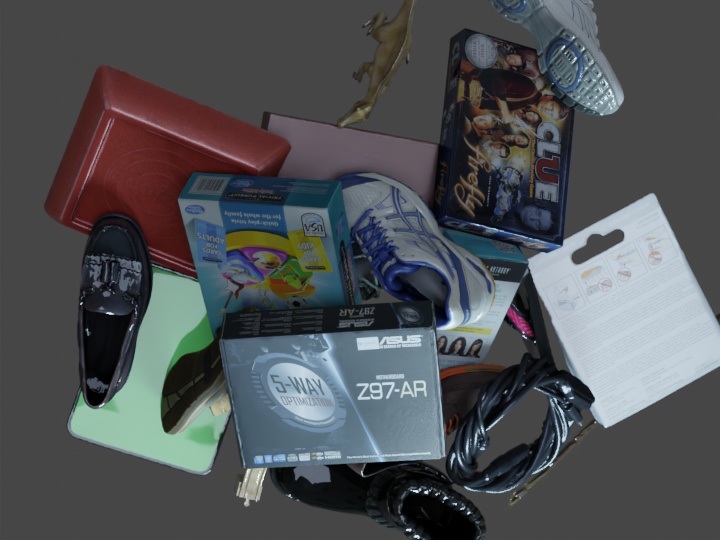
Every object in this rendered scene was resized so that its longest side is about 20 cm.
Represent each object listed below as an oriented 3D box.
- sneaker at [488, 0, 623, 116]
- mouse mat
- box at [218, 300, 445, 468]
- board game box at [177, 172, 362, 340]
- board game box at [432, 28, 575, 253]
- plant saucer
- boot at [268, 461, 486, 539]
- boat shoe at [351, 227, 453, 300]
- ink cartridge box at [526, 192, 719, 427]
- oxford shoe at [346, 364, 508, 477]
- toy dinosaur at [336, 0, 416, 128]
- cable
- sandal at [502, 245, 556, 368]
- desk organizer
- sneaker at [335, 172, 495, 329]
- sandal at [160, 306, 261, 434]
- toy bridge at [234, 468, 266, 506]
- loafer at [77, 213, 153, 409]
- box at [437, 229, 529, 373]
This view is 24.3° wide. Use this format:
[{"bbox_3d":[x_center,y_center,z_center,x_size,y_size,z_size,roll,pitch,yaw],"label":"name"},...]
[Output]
[{"bbox_3d":[0.208,-0.248,1.679,0.087,0.074,0.200,-32,88,-37],"label":"sneaker"},{"bbox_3d":[-0.200,0.101,1.732,0.161,0.008,0.201,19,97,-10],"label":"mouse mat"},{"bbox_3d":[-0.023,0.109,1.576,0.199,0.044,0.161,-3,125,4],"label":"box"},{"bbox_3d":[-0.081,0.002,1.618,0.151,0.047,0.200,4,130,18],"label":"board game box"},{"bbox_3d":[0.146,-0.130,1.679,0.135,0.035,0.201,13,73,-22],"label":"board game box"},{"bbox_3d":[-0.195,-0.081,1.636,0.199,0.037,0.200,22,128,-10],"label":"plant saucer"},{"bbox_3d":[0.016,0.227,1.703,0.210,0.158,0.080,10,98,-10],"label":"boot"},{"bbox_3d":[0.000,0.000,1.692,0.199,0.072,0.071,-13,57,11],"label":"boat shoe"},{"bbox_3d":[0.282,0.042,1.774,0.162,0.057,0.200,-28,93,-3],"label":"ink cartridge box"},{"bbox_3d":[0.073,0.156,1.677,0.200,0.073,0.071,-22,131,-13],"label":"oxford shoe"},{"bbox_3d":[0.034,-0.228,1.664,0.058,0.101,0.200,21,95,-11],"label":"toy dinosaur"},{"bbox_3d":[0.150,0.157,1.693,0.163,0.200,0.051,-45,59,11],"label":"cable"},{"bbox_3d":[0.161,0.041,1.740,0.045,0.075,0.201,-18,103,-3],"label":"sandal"},{"bbox_3d":[-0.007,-0.105,1.694,0.199,0.072,0.077,10,95,-9],"label":"desk organizer"},{"bbox_3d":[0.038,-0.022,1.599,0.200,0.088,0.075,38,120,16],"label":"sneaker"},{"bbox_3d":[-0.139,0.107,1.660,0.054,0.080,0.200,24,134,-28],"label":"sandal"},{"bbox_3d":[-0.093,0.147,1.723,0.027,0.067,0.201,13,96,-10],"label":"toy bridge"},{"bbox_3d":[-0.247,0.044,1.656,0.072,0.063,0.201,8,115,-2],"label":"loafer"},{"bbox_3d":[0.091,0.058,1.699,0.082,0.049,0.200,6,120,-31],"label":"box"}]
